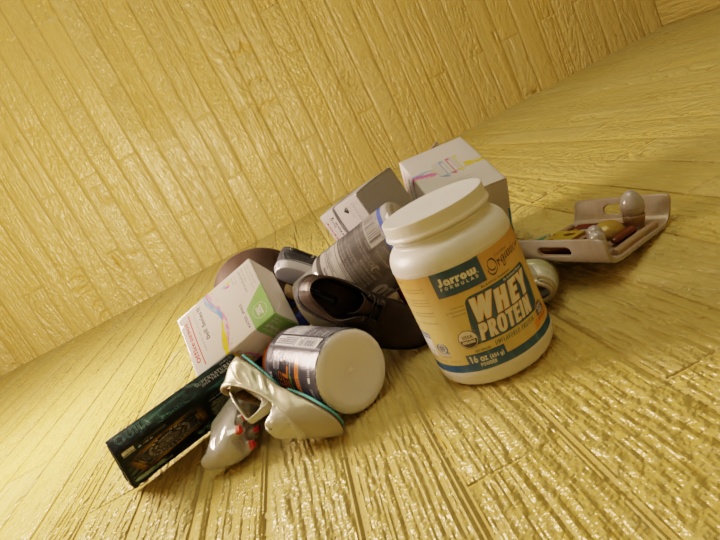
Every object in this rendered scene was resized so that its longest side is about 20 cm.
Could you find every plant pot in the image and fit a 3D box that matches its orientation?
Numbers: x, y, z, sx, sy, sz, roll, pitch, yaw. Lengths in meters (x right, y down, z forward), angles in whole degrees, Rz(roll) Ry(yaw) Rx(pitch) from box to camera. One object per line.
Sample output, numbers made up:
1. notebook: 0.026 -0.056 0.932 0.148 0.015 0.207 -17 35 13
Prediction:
1. plant pot: -0.179 0.084 1.069 0.186 0.188 0.200 -27 29 2

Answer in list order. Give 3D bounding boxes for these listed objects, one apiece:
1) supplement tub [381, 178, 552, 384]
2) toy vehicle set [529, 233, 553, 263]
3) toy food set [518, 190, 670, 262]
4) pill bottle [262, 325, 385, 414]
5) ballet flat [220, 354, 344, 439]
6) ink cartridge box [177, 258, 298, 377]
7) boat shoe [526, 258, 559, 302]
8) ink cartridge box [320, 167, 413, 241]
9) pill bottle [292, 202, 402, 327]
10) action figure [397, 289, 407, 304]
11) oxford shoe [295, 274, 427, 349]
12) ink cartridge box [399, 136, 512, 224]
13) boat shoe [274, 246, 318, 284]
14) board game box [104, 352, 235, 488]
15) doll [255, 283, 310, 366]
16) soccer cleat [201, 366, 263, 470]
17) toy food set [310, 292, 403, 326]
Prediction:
1. supplement tub: 0.121 0.012 0.666 0.144 0.201 0.145 -26 14 7
2. toy vehicle set: 0.197 0.009 0.895 0.199 0.027 0.124 -20 16 28
3. toy food set: 0.312 -0.063 0.791 0.199 0.061 0.143 -25 17 -37
4. pill bottle: -0.063 0.129 0.789 0.106 0.107 0.199 -35 15 -30
5. ballet flat: -0.107 0.172 0.723 0.199 0.070 0.069 21 45 39
6. ink cartridge box: -0.206 0.093 0.897 0.200 0.117 0.067 -40 -33 11
7. boat shoe: 0.164 0.036 0.777 0.199 0.074 0.063 -11 15 27
8. ink cartridge box: 0.026 -0.075 1.005 0.084 0.147 0.200 -39 7 -20
9. pill bottle: 0.000 0.000 0.865 0.200 0.114 0.114 -37 10 21
10. action figure: 0.149 -0.011 0.892 0.200 0.052 0.065 -38 21 -14
11. oxford shoe: 0.010 0.061 0.775 0.084 0.199 0.073 159 129 -75
12. ink cartridge box: 0.160 -0.128 1.005 0.124 0.129 0.200 -22 37 -4
13. boat shoe: -0.062 0.006 1.072 0.070 0.198 0.067 125 155 -51
14. board game box: -0.255 0.216 0.830 0.199 0.028 0.136 -35 -26 -31
15. doll: -0.162 0.115 0.935 0.200 0.136 0.048 -48 -14 4
16. soccer cleat: -0.168 0.201 0.818 0.077 0.070 0.200 -32 13 16
17. toy food set: -0.019 0.086 0.981 0.197 0.049 0.200 -20 16 28
